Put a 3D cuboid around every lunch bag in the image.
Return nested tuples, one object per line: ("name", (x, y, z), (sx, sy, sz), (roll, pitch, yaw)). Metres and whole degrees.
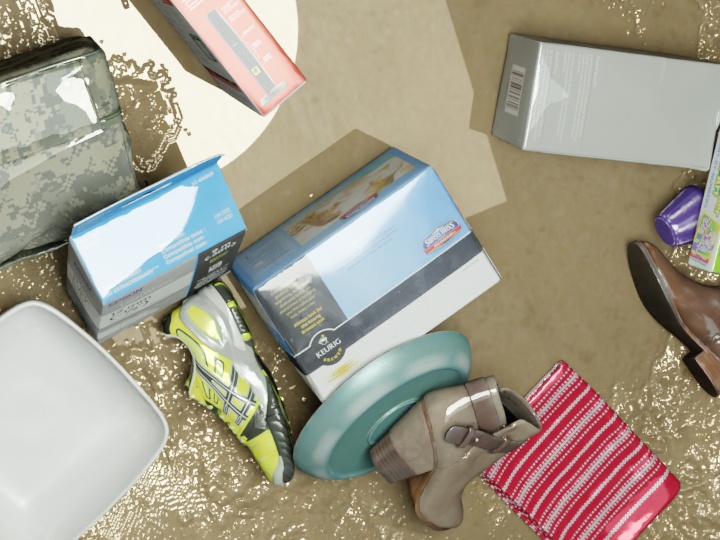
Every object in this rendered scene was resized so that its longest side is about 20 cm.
("lunch bag", (-0.291, -0.092, 1.492), (0.199, 0.139, 0.169), (-21, 107, -10))

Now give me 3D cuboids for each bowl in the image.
("bowl", (-0.300, 0.140, 1.573), (0.200, 0.075, 0.200), (-45, 110, -3))

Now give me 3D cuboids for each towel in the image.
("towel", (0.220, 0.207, 1.759), (0.145, 0.022, 0.200), (-46, 109, -3))

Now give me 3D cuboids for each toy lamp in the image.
("toy lamp", (0.379, -0.083, 1.714), (0.199, 0.058, 0.059), (-27, 107, -16))

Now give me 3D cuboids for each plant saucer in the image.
("plant saucer", (0.027, 0.133, 1.615), (0.199, 0.200, 0.027), (-34, 66, -6))

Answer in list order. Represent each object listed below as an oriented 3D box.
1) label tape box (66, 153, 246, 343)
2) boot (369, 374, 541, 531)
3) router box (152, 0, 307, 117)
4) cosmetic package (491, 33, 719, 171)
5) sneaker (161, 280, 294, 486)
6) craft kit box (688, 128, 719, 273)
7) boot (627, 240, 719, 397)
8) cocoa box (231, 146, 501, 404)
("label tape box", (-0.176, -0.017, 1.497), (0.143, 0.200, 0.066), (-29, 83, -17))
("boot", (0.104, 0.172, 1.641), (0.146, 0.071, 0.200), (-29, 145, 13))
("router box", (-0.137, -0.224, 1.474), (0.049, 0.200, 0.180), (-40, 109, -3))
("cosmetic package", (0.238, -0.160, 1.654), (0.198, 0.090, 0.108), (6, 101, -19))
("sneaker", (-0.119, 0.112, 1.625), (0.076, 0.075, 0.201), (-24, 97, -2))
("craft kit box", (0.427, -0.084, 1.680), (0.196, 0.048, 0.202), (9, 98, -29))
("boot", (0.385, -0.001, 1.743), (0.199, 0.064, 0.187), (-35, 103, -11))
("cocoa box", (0.000, 0.000, 1.594), (0.199, 0.133, 0.132), (-35, 108, -6))
